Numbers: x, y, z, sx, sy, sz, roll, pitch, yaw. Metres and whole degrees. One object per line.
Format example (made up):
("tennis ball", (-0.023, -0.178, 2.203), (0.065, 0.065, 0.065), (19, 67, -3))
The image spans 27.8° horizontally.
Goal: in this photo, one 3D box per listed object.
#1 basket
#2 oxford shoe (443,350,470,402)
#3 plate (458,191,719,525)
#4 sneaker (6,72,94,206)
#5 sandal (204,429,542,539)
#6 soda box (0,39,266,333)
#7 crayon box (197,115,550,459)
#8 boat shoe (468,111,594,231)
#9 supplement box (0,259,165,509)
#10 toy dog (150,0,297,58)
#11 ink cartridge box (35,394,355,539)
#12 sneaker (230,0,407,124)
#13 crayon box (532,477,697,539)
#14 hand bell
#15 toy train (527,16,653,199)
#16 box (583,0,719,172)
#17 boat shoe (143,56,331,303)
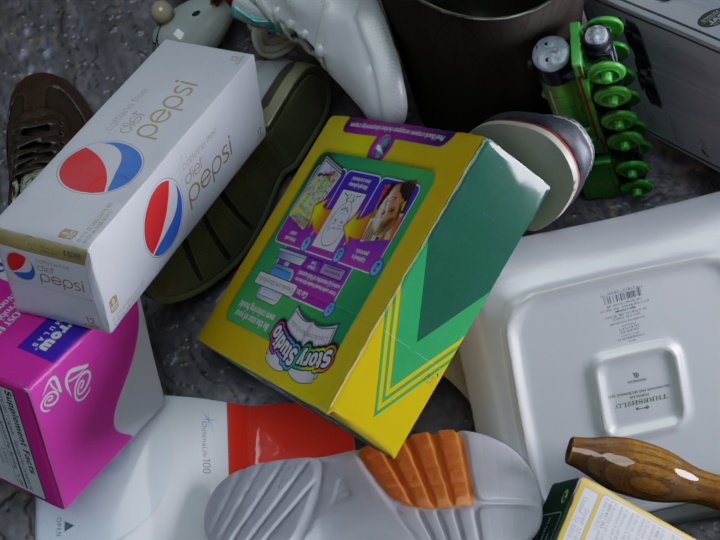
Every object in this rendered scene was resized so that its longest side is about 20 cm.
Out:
("basket", (0.077, -0.172, 0.923), (0.135, 0.200, 0.181), (-25, 63, -3))
("oxford shoe", (0.100, 0.053, 0.921), (0.198, 0.071, 0.075), (16, 95, 10))
("plate", (0.162, 0.068, 0.862), (0.197, 0.032, 0.202), (-12, 102, 0))
("sneaker", (-0.203, -0.056, 0.973), (0.070, 0.076, 0.202), (-15, 68, -1))
("sandal", (0.010, 0.146, 0.874), (0.204, 0.059, 0.080), (-4, 54, 14))
("soda box", (-0.131, -0.055, 0.860), (0.067, 0.064, 0.201), (12, 44, 21))
("crayon box", (0.000, 0.000, 0.865), (0.058, 0.200, 0.174), (33, 84, -27))
("boat shoe", (0.098, -0.061, 0.890), (0.062, 0.200, 0.072), (-29, 89, -17))
("supplement box", (-0.231, 0.046, 0.882), (0.198, 0.104, 0.101), (19, 46, 26))
("toy dog", (-0.087, -0.244, 1.012), (0.131, 0.096, 0.202), (-5, 55, 37))
("ink cartridge box", (-0.101, 0.156, 0.895), (0.198, 0.047, 0.162), (-6, 67, 5))
("sneaker", (-0.037, -0.170, 0.932), (0.088, 0.075, 0.201), (-24, 76, -5))
("crayon box", (0.177, 0.221, 0.823), (0.199, 0.052, 0.127), (29, 73, -5))
("hand bell", (0.213, 0.129, 0.829), (0.198, 0.104, 0.105), (16, 70, 0))
("toy train", (0.145, -0.095, 0.897), (0.056, 0.200, 0.042), (-5, 68, 16))
("box", (0.224, -0.121, 0.893), (0.060, 0.117, 0.200), (-35, 33, -10))
("boat shoe", (-0.098, -0.063, 0.973), (0.068, 0.075, 0.201), (18, 59, 32))
